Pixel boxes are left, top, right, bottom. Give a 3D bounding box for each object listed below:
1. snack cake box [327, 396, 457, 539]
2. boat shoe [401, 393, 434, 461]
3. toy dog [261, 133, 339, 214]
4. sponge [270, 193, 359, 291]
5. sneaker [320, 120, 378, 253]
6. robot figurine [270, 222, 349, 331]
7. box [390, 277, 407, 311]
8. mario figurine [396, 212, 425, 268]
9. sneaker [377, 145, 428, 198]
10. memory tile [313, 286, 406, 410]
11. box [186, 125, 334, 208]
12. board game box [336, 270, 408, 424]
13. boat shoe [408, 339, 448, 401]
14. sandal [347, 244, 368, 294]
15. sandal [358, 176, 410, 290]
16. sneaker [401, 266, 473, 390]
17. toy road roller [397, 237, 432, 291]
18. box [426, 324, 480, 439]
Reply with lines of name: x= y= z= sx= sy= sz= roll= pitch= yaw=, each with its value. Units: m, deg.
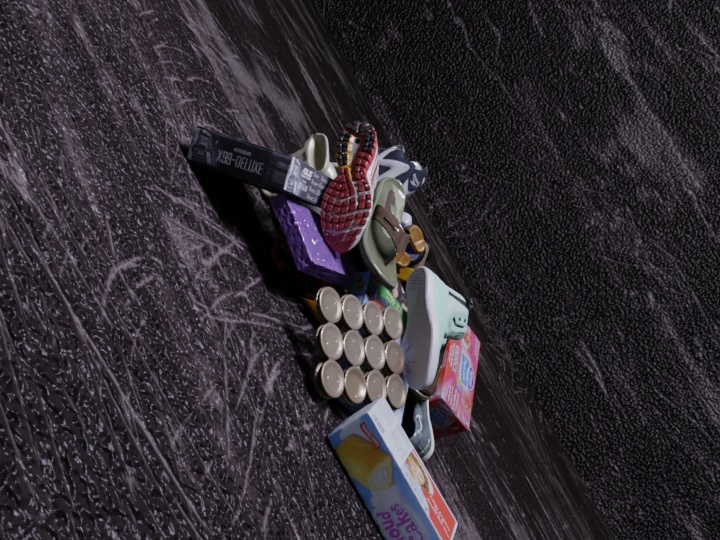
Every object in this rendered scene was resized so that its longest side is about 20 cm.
snack cake box: x=0.044 y=0.275 z=1.173 sx=0.202 sy=0.067 sz=0.115 roll=60 pitch=10 yaw=5
boat shoe: x=0.068 y=0.205 z=1.433 sx=0.062 sy=0.072 sz=0.202 roll=51 pitch=19 yaw=-45
toy dog: x=-0.059 y=-0.106 z=1.541 sx=0.200 sy=0.138 sz=0.196 roll=44 pitch=19 yaw=-55
sponge: x=-0.061 y=-0.037 z=1.329 sx=0.113 sy=0.030 sz=0.200 roll=65 pitch=15 yaw=18
sneaker: x=-0.005 y=-0.117 z=1.352 sx=0.082 sy=0.076 sz=0.203 roll=63 pitch=37 yaw=-63
robot figurine: x=-0.071 y=0.012 z=1.376 sx=0.201 sy=0.058 sz=0.145 roll=56 pitch=12 yaw=-15
box: x=0.035 y=0.089 z=1.495 sx=0.201 sy=0.048 sz=0.083 roll=-70 pitch=140 yaw=-57
mario figurine: x=0.025 y=-0.047 z=1.612 sx=0.199 sy=0.122 sz=0.108 roll=-8 pitch=-96 yaw=61
sneaker: x=0.058 y=-0.122 z=1.474 sx=0.080 sy=0.127 sz=0.202 roll=72 pitch=1 yaw=-58
memory tile: x=0.001 y=0.113 z=1.260 sx=0.199 sy=0.017 sz=0.156 roll=20 pitch=61 yaw=-51
box: x=-0.137 y=-0.145 z=1.312 sx=0.155 sy=0.051 sz=0.200 roll=19 pitch=1 yaw=18
board game box: x=0.023 y=0.126 z=1.336 sx=0.152 sy=0.036 sz=0.202 roll=49 pitch=42 yaw=-37
boat shoe: x=0.107 y=0.120 z=1.463 sx=0.074 sy=0.075 sz=0.204 roll=31 pitch=32 yaw=-18
sandal: x=0.000 y=0.000 z=1.457 sx=0.076 sy=0.044 sz=0.201 roll=63 pitch=-26 yaw=29
sandal: x=0.044 y=-0.066 z=1.357 sx=0.080 sy=0.057 sz=0.204 roll=38 pitch=46 yaw=-37
sneaker: x=0.125 y=0.102 z=1.386 sx=0.117 sy=0.073 sz=0.203 roll=30 pitch=51 yaw=-33
toy road roller: x=0.047 y=-0.020 z=1.868 sx=0.197 sy=0.148 sz=0.123 roll=22 pitch=6 yaw=13
box: x=0.134 y=0.180 z=1.549 sx=0.096 sy=0.099 sz=0.202 roll=50 pitch=36 yaw=-29
